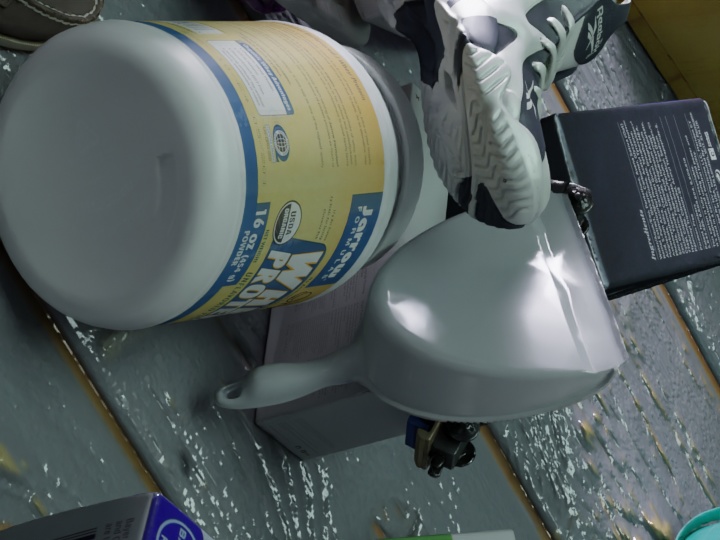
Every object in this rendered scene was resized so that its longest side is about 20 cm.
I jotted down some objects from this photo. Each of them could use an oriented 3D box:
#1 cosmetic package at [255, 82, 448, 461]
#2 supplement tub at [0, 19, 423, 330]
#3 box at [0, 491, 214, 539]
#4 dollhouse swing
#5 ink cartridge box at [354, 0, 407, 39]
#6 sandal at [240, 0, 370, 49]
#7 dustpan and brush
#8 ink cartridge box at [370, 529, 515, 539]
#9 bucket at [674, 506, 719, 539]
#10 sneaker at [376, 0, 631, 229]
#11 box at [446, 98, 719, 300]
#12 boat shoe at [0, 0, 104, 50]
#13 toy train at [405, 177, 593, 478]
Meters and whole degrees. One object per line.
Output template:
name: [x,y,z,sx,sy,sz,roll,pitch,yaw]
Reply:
cosmetic package: [0.000,0.000,1.452,0.051,0.082,0.201,40,45,-39]
supplement tub: [-0.071,-0.050,1.311,0.200,0.144,0.146,-8,81,-57]
box: [-0.085,0.233,1.186,0.200,0.105,0.185,46,41,-36]
dollhouse swing: [0.304,-0.190,1.920,0.200,0.175,0.182,52,37,-27]
ink cartridge box: [0.073,-0.197,1.544,0.200,0.146,0.083,0,70,-77]
sandal: [-0.078,-0.182,1.460,0.202,0.050,0.083,36,31,-26]
dustpan and brush: [0.023,0.035,1.352,0.140,0.199,0.057,-106,-169,-46]
ink cartridge box: [0.034,0.242,1.379,0.146,0.084,0.201,6,70,-57]
bucket: [0.288,0.240,1.720,0.207,0.134,0.208,32,49,-47]
sneaker: [0.093,-0.110,1.372,0.129,0.080,0.200,-5,48,-22]
box: [0.117,-0.029,1.581,0.200,0.147,0.105,-9,82,-58]
boat shoe: [-0.187,-0.168,1.272,0.200,0.059,0.072,34,47,-44]
toy train: [0.070,0.026,1.400,0.034,0.046,0.201,96,19,-54]
